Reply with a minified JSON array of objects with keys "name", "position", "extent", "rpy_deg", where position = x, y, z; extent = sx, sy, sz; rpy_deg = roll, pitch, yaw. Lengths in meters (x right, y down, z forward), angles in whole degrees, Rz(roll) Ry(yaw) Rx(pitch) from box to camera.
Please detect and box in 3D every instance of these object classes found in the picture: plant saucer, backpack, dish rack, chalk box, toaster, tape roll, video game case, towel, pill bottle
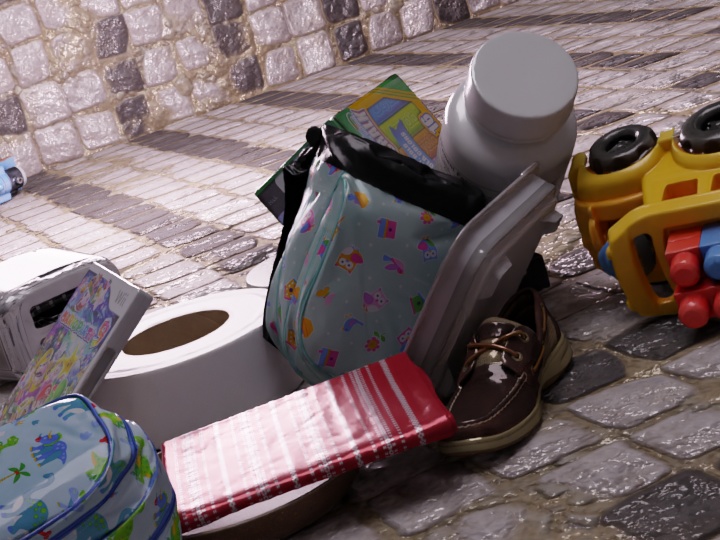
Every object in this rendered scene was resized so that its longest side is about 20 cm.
[{"name":"plant saucer","position":[-0.085,0.154,1.096],"extent":[0.200,0.035,0.200],"rpy_deg":[-16,16,5]},{"name":"backpack","position":[-0.208,0.169,0.956],"extent":[0.200,0.154,0.163],"rpy_deg":[-14,25,-18]},{"name":"dish rack","position":[0.096,0.016,1.212],"extent":[0.044,0.172,0.200],"rpy_deg":[30,31,13]},{"name":"chalk box","position":[-0.002,-0.079,1.463],"extent":[0.124,0.124,0.200],"rpy_deg":[-41,1,34]},{"name":"toaster","position":[-0.331,0.044,1.634],"extent":[0.200,0.114,0.129],"rpy_deg":[-26,20,-37]},{"name":"tape roll","position":[-0.152,0.084,1.358],"extent":[0.202,0.071,0.202],"rpy_deg":[-16,15,5]},{"name":"video game case","position":[-0.253,0.092,1.302],"extent":[0.200,0.018,0.143],"rpy_deg":[-58,26,-5]},{"name":"towel","position":[-0.038,0.118,1.071],"extent":[0.200,0.022,0.145],"rpy_deg":[-20,17,-4]},{"name":"backpack","position":[0.000,0.000,1.256],"extent":[0.167,0.200,0.127],"rpy_deg":[23,2,-15]},{"name":"pill bottle","position":[0.124,-0.108,1.329],"extent":[0.114,0.114,0.200],"rpy_deg":[-21,-26,-16]}]

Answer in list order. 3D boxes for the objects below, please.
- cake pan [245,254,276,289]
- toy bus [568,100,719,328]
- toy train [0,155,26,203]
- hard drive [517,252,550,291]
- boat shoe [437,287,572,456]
[{"name":"cake pan","position":[-0.031,0.000,1.599],"extent":[0.200,0.037,0.200],"rpy_deg":[-16,14,4]},{"name":"toy bus","position":[0.255,-0.024,1.222],"extent":[0.200,0.136,0.192],"rpy_deg":[-11,31,30]},{"name":"toy train","position":[-0.702,-0.149,2.841],"extent":[0.114,0.087,0.200],"rpy_deg":[9,26,41]},{"name":"hard drive","position":[0.055,0.025,1.408],"extent":[0.200,0.038,0.140],"rpy_deg":[-20,15,-14]},{"name":"boat shoe","position":[0.099,0.068,1.123],"extent":[0.072,0.072,0.200],"rpy_deg":[-9,17,30]}]
